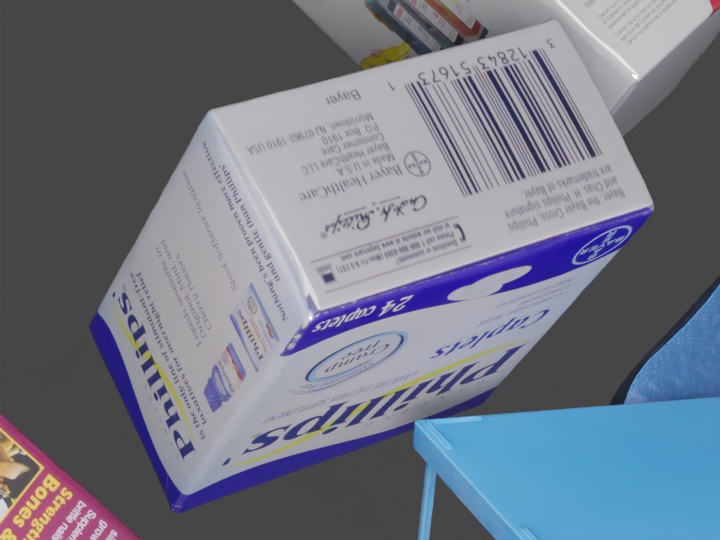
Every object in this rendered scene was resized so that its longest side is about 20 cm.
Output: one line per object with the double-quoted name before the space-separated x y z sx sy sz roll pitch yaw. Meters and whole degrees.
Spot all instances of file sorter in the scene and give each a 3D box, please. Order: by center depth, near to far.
"file sorter" 0.134 0.142 1.108 0.198 0.124 0.139 -3 22 -22

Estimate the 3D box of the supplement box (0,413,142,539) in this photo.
"supplement box" -0.173 0.136 1.001 0.200 0.103 0.131 43 53 -7

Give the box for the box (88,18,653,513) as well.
"box" 0.000 0.000 1.111 0.183 0.200 0.105 -17 70 -29

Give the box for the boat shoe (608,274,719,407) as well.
"boat shoe" 0.185 0.038 1.249 0.199 0.069 0.084 -28 73 -29

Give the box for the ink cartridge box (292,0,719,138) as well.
"ink cartridge box" 0.079 -0.161 1.271 0.200 0.145 0.145 45 56 7
